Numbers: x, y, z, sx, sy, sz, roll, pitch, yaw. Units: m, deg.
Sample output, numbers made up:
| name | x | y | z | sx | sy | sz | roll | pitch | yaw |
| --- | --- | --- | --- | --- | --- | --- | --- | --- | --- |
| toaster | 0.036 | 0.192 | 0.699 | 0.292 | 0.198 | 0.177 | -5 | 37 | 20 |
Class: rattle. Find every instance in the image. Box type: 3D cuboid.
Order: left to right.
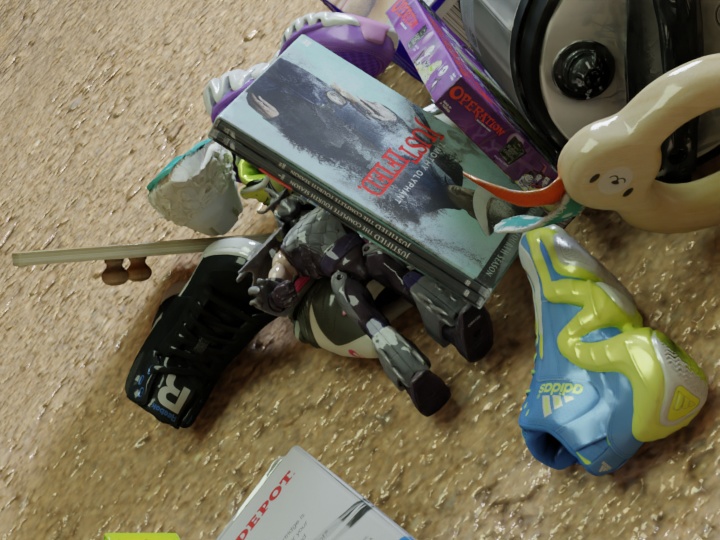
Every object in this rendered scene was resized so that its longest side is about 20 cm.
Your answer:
| name | x | y | z | sx | sy | sz | roll | pitch | yaw |
| --- | --- | --- | --- | --- | --- | --- | --- | --- | --- |
| rattle | 0.175 | -0.029 | 1.310 | 0.199 | 0.130 | 0.143 | -16 | 67 | -12 |

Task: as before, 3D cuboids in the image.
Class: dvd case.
| name | x | y | z | sx | sy | sz | roll | pitch | yaw |
| --- | --- | --- | --- | --- | --- | --- | --- | --- | --- |
| dvd case | 0.017 | -0.066 | 1.477 | 0.022 | 0.200 | 0.146 | -59 | -5 | 34 |

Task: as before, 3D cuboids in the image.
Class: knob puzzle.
| name | x | y | z | sx | sy | sz | roll | pitch | yaw |
| --- | --- | --- | --- | --- | --- | --- | --- | --- | --- |
| knob puzzle | -0.167 | -0.005 | 1.722 | 0.219 | 0.219 | 0.031 | -2 | 93 | 52 |

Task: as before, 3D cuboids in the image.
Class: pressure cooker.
| name | x | y | z | sx | sy | sz | roll | pitch | yaw |
| --- | --- | --- | --- | --- | --- | --- | --- | --- | --- |
| pressure cooker | 0.162 | -0.149 | 1.431 | 0.179 | 0.176 | 0.200 | -47 | 26 | 9 |

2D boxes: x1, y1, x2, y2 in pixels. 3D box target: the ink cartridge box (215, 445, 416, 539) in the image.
| name | x | y | z | sx | sy | sz | roll | pitch | yaw |
| --- | --- | --- | --- | --- | --- | --- | --- | --- | --- |
| ink cartridge box | -0.017 | 0.208 | 1.342 | 0.146 | 0.084 | 0.200 | -52 | 29 | -3 |

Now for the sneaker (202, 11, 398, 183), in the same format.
| name | x | y | z | sx | sy | sz | roll | pitch | yaw |
| --- | --- | --- | --- | --- | --- | --- | --- | --- | --- |
| sneaker | -0.043 | -0.118 | 1.696 | 0.200 | 0.080 | 0.089 | -29 | 49 | 48 |

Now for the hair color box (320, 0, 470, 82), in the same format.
| name | x | y | z | sx | sy | sz | roll | pitch | yaw |
| --- | --- | --- | --- | --- | --- | --- | --- | --- | --- |
| hair color box | 0.041 | -0.218 | 1.787 | 0.109 | 0.065 | 0.200 | -49 | 28 | 1 |

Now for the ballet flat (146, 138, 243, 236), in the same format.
| name | x | y | z | sx | sy | sz | roll | pitch | yaw |
| --- | --- | --- | --- | --- | --- | --- | --- | --- | --- |
| ballet flat | -0.111 | -0.055 | 1.658 | 0.072 | 0.072 | 0.200 | -50 | 5 | -2 |

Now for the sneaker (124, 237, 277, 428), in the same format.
| name | x | y | z | sx | sy | sz | roll | pitch | yaw |
| --- | --- | --- | --- | --- | --- | --- | --- | --- | --- |
| sneaker | -0.107 | 0.054 | 1.639 | 0.112 | 0.073 | 0.200 | -66 | 12 | -22 |

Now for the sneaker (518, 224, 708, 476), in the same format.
| name | x | y | z | sx | sy | sz | roll | pitch | yaw |
| --- | --- | --- | --- | --- | --- | --- | --- | --- | --- |
| sneaker | 0.118 | 0.049 | 1.360 | 0.105 | 0.076 | 0.200 | -46 | 30 | 6 |

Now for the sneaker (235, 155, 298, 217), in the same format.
| name | x | y | z | sx | sy | sz | roll | pitch | yaw |
| --- | --- | --- | --- | --- | --- | --- | --- | --- | --- |
| sneaker | -0.049 | -0.071 | 1.625 | 0.076 | 0.200 | 0.076 | -10 | 63 | -4 |

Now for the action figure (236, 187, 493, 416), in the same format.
| name | x | y | z | sx | sy | sz | roll | pitch | yaw |
| --- | --- | --- | --- | --- | --- | --- | --- | --- | --- |
| action figure | 0.000 | 0.000 | 1.503 | 0.130 | 0.069 | 0.200 | -46 | 56 | -3 |

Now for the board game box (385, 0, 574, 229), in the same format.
| name | x | y | z | sx | sy | sz | roll | pitch | yaw |
| --- | --- | --- | --- | --- | --- | --- | --- | --- | --- |
| board game box | 0.078 | -0.107 | 1.495 | 0.032 | 0.120 | 0.200 | -47 | 21 | 11 |

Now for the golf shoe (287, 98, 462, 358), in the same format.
| name | x | y | z | sx | sy | sz | roll | pitch | yaw |
| --- | --- | --- | --- | --- | --- | --- | --- | --- | --- |
| golf shoe | 0.031 | -0.024 | 1.585 | 0.088 | 0.077 | 0.200 | 24 | 74 | 37 |

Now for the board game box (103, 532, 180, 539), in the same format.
| name | x | y | z | sx | sy | sz | roll | pitch | yaw |
| --- | --- | --- | --- | --- | --- | --- | --- | --- | --- |
| board game box | -0.132 | 0.264 | 1.357 | 0.102 | 0.047 | 0.201 | 51 | 132 | 54 |
